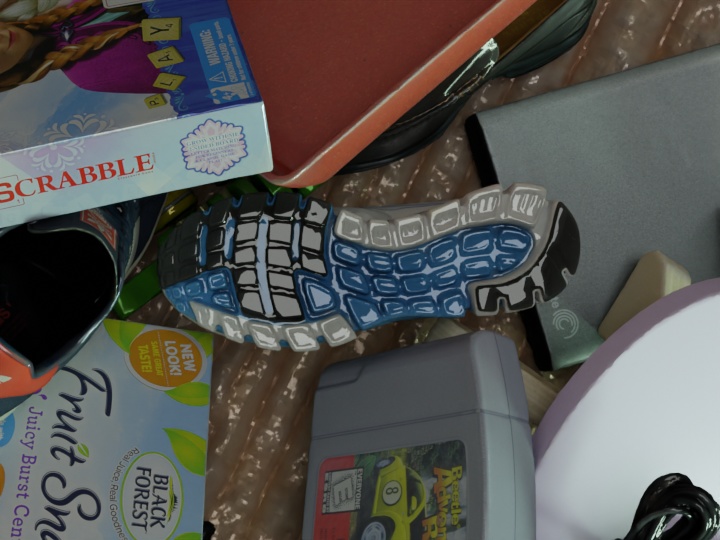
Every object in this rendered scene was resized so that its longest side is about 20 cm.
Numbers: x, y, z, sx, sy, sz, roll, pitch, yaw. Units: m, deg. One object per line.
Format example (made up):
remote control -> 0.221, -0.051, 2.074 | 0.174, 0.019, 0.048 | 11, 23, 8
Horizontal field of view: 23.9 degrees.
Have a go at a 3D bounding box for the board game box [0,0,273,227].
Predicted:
board game box -> -0.157, -0.099, 0.767 | 0.199, 0.200, 0.041 | -13, 133, -8

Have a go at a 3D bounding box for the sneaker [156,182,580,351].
sneaker -> 0.000, 0.000, 0.823 | 0.199, 0.087, 0.075 | -2, 88, -11

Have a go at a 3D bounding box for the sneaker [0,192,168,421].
sneaker -> -0.125, -0.017, 0.759 | 0.075, 0.084, 0.200 | 37, 53, -18

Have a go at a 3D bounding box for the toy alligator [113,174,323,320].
toy alligator -> -0.042, -0.041, 0.850 | 0.200, 0.054, 0.059 | -37, 94, -12

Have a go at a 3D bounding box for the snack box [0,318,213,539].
snack box -> -0.155, 0.111, 0.759 | 0.168, 0.068, 0.200 | 9, 48, -10

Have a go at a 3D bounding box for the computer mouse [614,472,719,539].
computer mouse -> 0.172, 0.167, 0.775 | 0.200, 0.044, 0.110 | 28, 102, -38

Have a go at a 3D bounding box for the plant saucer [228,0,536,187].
plant saucer -> -0.012, -0.132, 0.820 | 0.200, 0.200, 0.037 | -41, 135, -12

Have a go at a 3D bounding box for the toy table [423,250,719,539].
toy table -> 0.125, 0.084, 0.822 | 0.200, 0.117, 0.184 | -47, 113, 0

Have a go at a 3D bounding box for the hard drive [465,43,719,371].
hard drive -> 0.168, -0.041, 0.904 | 0.199, 0.033, 0.140 | -17, 89, -12

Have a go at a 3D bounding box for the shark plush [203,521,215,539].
shark plush -> -0.079, 0.156, 0.824 | 0.199, 0.091, 0.083 | -13, 58, -8

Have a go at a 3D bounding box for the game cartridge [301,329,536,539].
game cartridge -> 0.024, 0.131, 0.775 | 0.041, 0.133, 0.201 | 18, 68, -39

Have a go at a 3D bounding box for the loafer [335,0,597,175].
loafer -> 0.041, -0.116, 0.845 | 0.200, 0.072, 0.073 | -35, 80, -24
